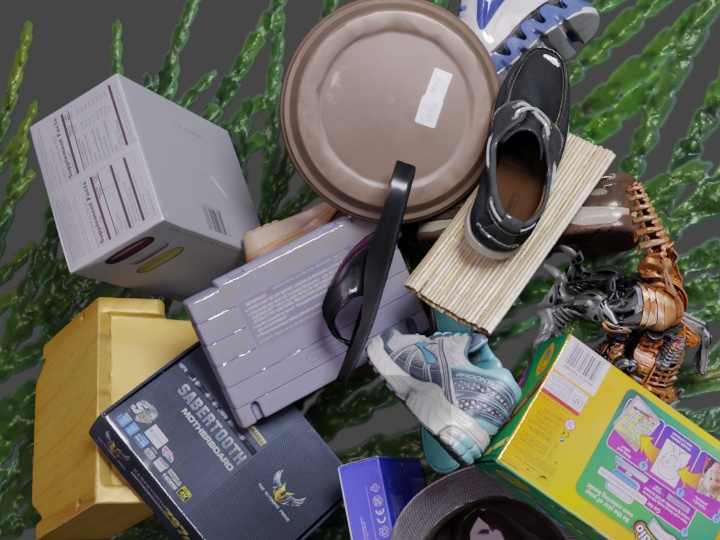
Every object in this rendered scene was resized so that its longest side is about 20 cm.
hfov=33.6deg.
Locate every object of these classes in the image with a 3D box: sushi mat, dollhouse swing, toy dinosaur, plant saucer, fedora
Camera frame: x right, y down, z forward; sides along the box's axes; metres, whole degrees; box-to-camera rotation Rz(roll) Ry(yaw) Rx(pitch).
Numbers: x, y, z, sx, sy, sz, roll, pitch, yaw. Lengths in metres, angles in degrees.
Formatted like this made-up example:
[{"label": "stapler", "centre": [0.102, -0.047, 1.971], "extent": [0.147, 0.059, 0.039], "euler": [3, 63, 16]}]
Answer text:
[{"label": "sushi mat", "centre": [0.127, -0.042, 1.021], "extent": [0.095, 0.012, 0.200], "euler": [28, 73, 30]}, {"label": "dollhouse swing", "centre": [-0.201, 0.151, 1.167], "extent": [0.182, 0.175, 0.201], "euler": [-34, 52, 43]}, {"label": "toy dinosaur", "centre": [0.225, 0.030, 0.992], "extent": [0.135, 0.102, 0.201], "euler": [6, 91, 25]}, {"label": "plant saucer", "centre": [0.029, -0.141, 1.040], "extent": [0.199, 0.029, 0.201], "euler": [0, 92, -4]}, {"label": "fedora", "centre": [0.119, 0.258, 0.998], "extent": [0.176, 0.090, 0.201], "euler": [-33, 82, 4]}]

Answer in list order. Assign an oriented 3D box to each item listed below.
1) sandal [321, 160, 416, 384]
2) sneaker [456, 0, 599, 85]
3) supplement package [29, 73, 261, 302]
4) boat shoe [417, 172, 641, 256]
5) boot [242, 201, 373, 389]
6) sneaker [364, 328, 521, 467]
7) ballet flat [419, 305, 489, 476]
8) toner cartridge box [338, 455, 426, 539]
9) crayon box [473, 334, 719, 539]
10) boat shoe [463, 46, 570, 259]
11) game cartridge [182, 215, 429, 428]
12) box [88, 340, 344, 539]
[{"label": "sandal", "centre": [0.000, -0.001, 1.022], "extent": [0.048, 0.075, 0.201], "euler": [16, 107, 2]}, {"label": "sneaker", "centre": [0.112, -0.219, 1.114], "extent": [0.199, 0.081, 0.116], "euler": [-31, 64, 11]}, {"label": "supplement package", "centre": [-0.199, -0.071, 1.158], "extent": [0.111, 0.200, 0.156], "euler": [-27, 71, 19]}, {"label": "boat shoe", "centre": [0.151, -0.053, 1.069], "extent": [0.201, 0.075, 0.075], "euler": [-1, 66, 19]}, {"label": "boot", "centre": [-0.002, 0.011, 1.138], "extent": [0.199, 0.072, 0.167], "euler": [-22, 89, 7]}, {"label": "sneaker", "centre": [0.072, 0.088, 0.980], "extent": [0.086, 0.078, 0.200], "euler": [-42, 26, -3]}, {"label": "ballet flat", "centre": [0.095, 0.083, 1.064], "extent": [0.068, 0.068, 0.201], "euler": [0, 82, 27]}, {"label": "toner cartridge box", "centre": [0.037, 0.266, 1.046], "extent": [0.043, 0.095, 0.201], "euler": [-18, 73, 22]}, {"label": "crayon box", "centre": [0.203, 0.156, 0.936], "extent": [0.200, 0.058, 0.119], "euler": [36, 73, -5]}, {"label": "boat shoe", "centre": [0.142, -0.108, 0.997], "extent": [0.071, 0.068, 0.201], "euler": [19, 65, -1]}, {"label": "game cartridge", "centre": [-0.047, 0.038, 1.072], "extent": [0.199, 0.038, 0.130], "euler": [-27, 99, -16]}, {"label": "box", "centre": [-0.120, 0.170, 1.076], "extent": [0.200, 0.158, 0.051], "euler": [51, 141, 4]}]
